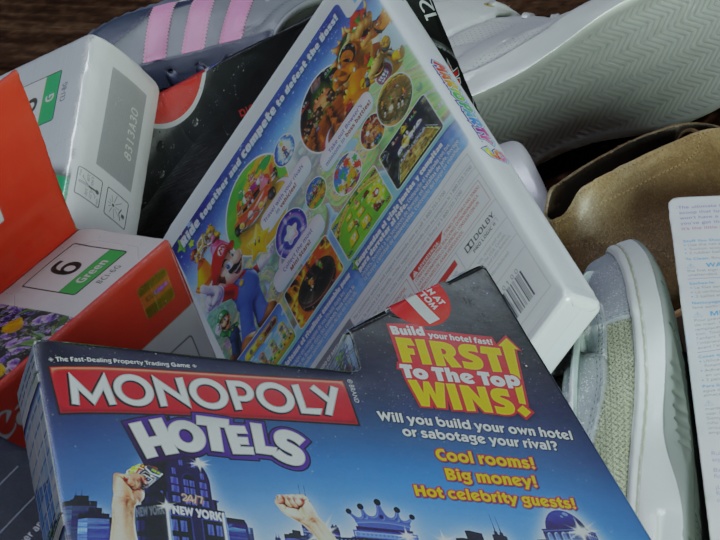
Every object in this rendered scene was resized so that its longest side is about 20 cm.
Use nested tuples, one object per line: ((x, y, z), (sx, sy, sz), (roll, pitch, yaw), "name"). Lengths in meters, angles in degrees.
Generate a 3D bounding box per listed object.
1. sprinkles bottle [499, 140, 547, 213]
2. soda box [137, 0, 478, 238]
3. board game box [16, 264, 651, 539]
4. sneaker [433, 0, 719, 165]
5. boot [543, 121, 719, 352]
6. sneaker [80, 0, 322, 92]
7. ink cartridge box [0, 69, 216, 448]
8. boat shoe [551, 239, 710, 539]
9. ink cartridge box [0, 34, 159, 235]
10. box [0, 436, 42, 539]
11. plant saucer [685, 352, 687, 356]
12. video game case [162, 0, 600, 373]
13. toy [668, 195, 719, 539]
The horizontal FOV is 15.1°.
((-0.018, 0.012, 1.077), (0.200, 0.068, 0.068), (-20, 29, -2), "sprinkles bottle")
((-0.049, -0.049, 1.111), (0.200, 0.071, 0.063), (-24, 0, 40), "soda box")
((0.002, 0.084, 0.753), (0.200, 0.062, 0.200), (7, 43, -24), "board game box")
((0.087, -0.104, 1.209), (0.200, 0.074, 0.116), (-21, 33, -2), "sneaker")
((0.159, -0.029, 1.025), (0.200, 0.076, 0.074), (-22, 6, -22), "boot")
((-0.066, -0.094, 1.281), (0.200, 0.070, 0.082), (-28, 28, -14), "sneaker")
((-0.104, 0.044, 0.936), (0.050, 0.200, 0.109), (9, 40, 41), "ink cartridge box")
((0.079, 0.063, 0.882), (0.065, 0.074, 0.202), (-11, 38, 11), "boat shoe")
((-0.175, 0.009, 1.081), (0.200, 0.050, 0.161), (-20, 48, 31), "ink cartridge box")
((-0.154, 0.122, 0.830), (0.200, 0.148, 0.104), (23, 45, 20), "box")
((0.139, 0.075, 0.925), (0.200, 0.027, 0.200), (-13, 30, 8), "plant saucer")
((0.000, 0.000, 0.960), (0.143, 0.018, 0.200), (-55, 40, 24), "video game case")
((0.164, 0.051, 0.873), (0.115, 0.047, 0.200), (-2, 37, 2), "toy")
